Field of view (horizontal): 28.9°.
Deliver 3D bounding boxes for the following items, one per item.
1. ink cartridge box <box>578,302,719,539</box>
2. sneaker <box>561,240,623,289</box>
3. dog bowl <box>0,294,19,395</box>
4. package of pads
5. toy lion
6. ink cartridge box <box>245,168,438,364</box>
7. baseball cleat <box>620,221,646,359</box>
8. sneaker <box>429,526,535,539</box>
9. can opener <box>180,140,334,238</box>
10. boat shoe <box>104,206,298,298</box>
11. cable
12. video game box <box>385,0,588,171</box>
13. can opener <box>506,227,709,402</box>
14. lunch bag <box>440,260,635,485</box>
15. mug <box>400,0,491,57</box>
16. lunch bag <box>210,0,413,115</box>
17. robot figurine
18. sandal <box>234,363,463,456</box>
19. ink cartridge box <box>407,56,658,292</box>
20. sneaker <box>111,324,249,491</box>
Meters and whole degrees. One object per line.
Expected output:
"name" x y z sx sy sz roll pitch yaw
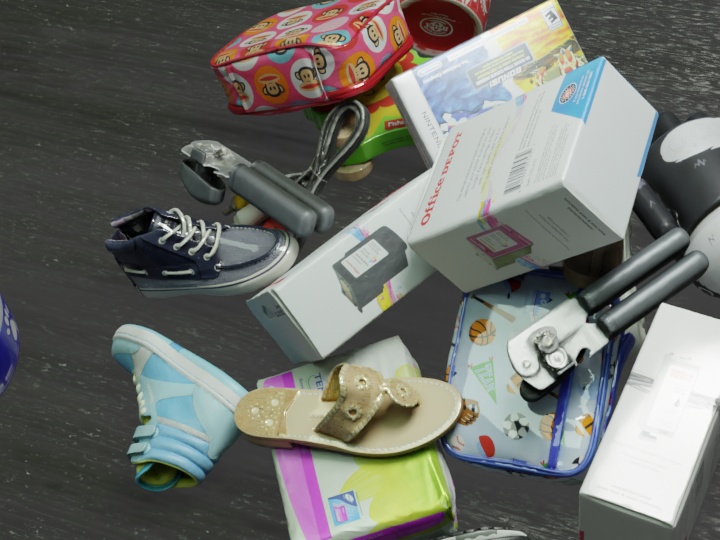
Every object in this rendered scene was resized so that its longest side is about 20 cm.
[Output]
"ink cartridge box" 0.258 0.153 1.188 0.082 0.147 0.201 18 59 21
"sneaker" 0.217 -0.064 1.290 0.070 0.076 0.201 7 34 -3
"dog bowl" -0.461 0.078 1.456 0.199 0.079 0.201 -7 52 9
"package of pads" -0.002 0.167 1.288 0.154 0.068 0.201 -18 52 0
"toy lion" 0.031 -0.194 1.562 0.199 0.069 0.192 -9 45 6
"ink cartridge box" 0.000 0.000 1.358 0.200 0.146 0.083 -37 94 -14
"baseball cleat" 0.221 -0.003 1.363 0.106 0.070 0.201 -8 52 7
"sneaker" 0.060 0.280 1.202 0.199 0.076 0.088 -15 72 2
"can opener" -0.113 -0.078 1.452 0.200 0.067 0.053 35 32 32
"boat shoe" -0.168 -0.025 1.429 0.199 0.093 0.075 -11 50 24
"cable" -0.061 -0.090 1.463 0.200 0.050 0.097 -45 57 20
"video game box" 0.154 -0.157 1.449 0.199 0.047 0.183 -28 92 -8
"can opener" 0.210 0.036 1.211 0.199 0.067 0.053 -35 73 -7
"lunch bag" 0.162 0.090 1.274 0.159 0.076 0.201 7 76 22
"mug" 0.085 -0.354 1.633 0.176 0.134 0.201 -6 56 27
"lunch bag" -0.048 -0.245 1.533 0.199 0.082 0.176 -3 32 34
"robot figurine" 0.340 -0.065 1.350 0.150 0.125 0.201 -28 52 5
"sandal" -0.019 0.117 1.239 0.210 0.070 0.078 -4 54 16
"ink cartridge box" 0.149 -0.080 1.231 0.199 0.085 0.145 -20 40 48
"sneaker" -0.201 0.137 1.355 0.199 0.080 0.131 24 72 40
